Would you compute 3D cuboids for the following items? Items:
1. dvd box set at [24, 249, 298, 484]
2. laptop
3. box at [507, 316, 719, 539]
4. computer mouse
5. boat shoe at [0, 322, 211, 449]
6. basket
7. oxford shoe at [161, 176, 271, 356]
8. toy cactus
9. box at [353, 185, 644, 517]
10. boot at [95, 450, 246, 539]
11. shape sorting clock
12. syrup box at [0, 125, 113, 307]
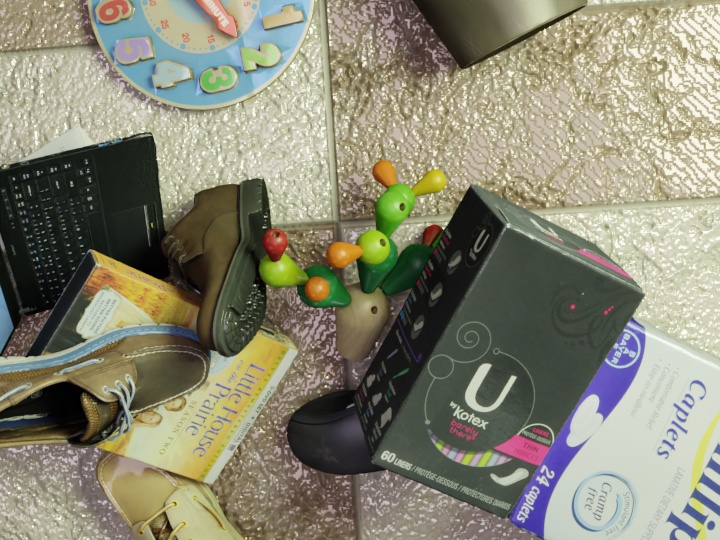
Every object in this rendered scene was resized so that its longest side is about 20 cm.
[{"bbox_3d":[-0.167,0.085,0.888,0.200,0.029,0.147,28,101,-35],"label":"dvd box set"},{"bbox_3d":[-0.234,0.011,0.830,0.199,0.178,0.104,-16,56,-17],"label":"laptop"},{"bbox_3d":[0.237,0.147,0.880,0.199,0.105,0.185,25,95,-3],"label":"box"},{"bbox_3d":[0.030,0.105,0.909,0.199,0.046,0.141,-9,111,4],"label":"computer mouse"},{"bbox_3d":[-0.199,0.096,0.810,0.199,0.072,0.073,-13,121,-23],"label":"boat shoe"},{"bbox_3d":[0.088,-0.275,0.863,0.180,0.136,0.201,-27,95,9],"label":"basket"},{"bbox_3d":[-0.117,0.000,0.867,0.084,0.200,0.073,-5,123,1],"label":"oxford shoe"},{"bbox_3d":[0.000,0.000,0.889,0.102,0.199,0.166,43,137,32],"label":"toy cactus"},{"bbox_3d":[0.096,0.059,0.816,0.122,0.106,0.201,24,104,-16],"label":"box"},{"bbox_3d":[-0.155,0.230,0.891,0.073,0.155,0.200,-41,90,5],"label":"boot"},{"bbox_3d":[-0.136,-0.237,0.923,0.199,0.039,0.201,0,93,4],"label":"shape sorting clock"},{"bbox_3d":[-0.290,-0.025,0.911,0.199,0.079,0.082,-29,58,6],"label":"syrup box"}]
